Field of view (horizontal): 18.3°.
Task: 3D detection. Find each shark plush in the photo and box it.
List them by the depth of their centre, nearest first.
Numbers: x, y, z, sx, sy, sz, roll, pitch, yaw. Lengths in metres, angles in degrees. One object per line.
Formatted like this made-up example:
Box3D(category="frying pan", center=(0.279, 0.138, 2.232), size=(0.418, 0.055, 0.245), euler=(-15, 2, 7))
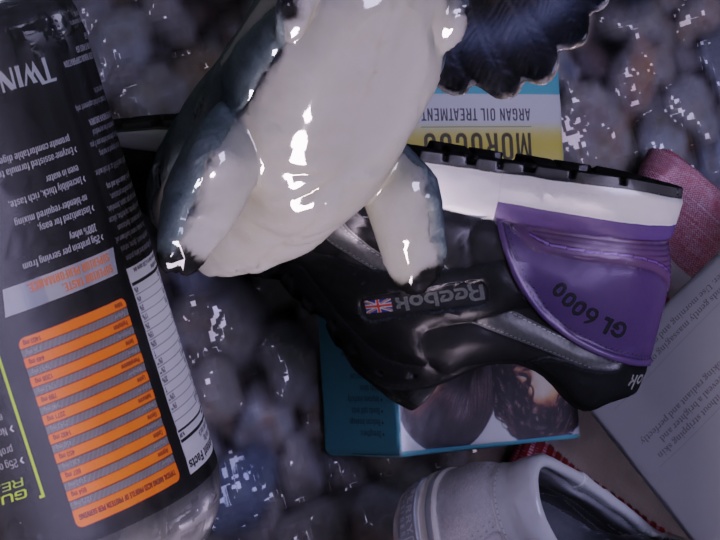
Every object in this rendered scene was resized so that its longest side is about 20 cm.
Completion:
Box3D(category="shark plush", center=(-0.019, -0.080, 0.622), size=(0.090, 0.083, 0.201), euler=(-6, 126, -24))

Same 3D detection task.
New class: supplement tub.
Box3D(category="supplement tub", center=(-0.114, 0.026, 0.660), size=(0.122, 0.122, 0.201), euler=(-21, 99, -32))

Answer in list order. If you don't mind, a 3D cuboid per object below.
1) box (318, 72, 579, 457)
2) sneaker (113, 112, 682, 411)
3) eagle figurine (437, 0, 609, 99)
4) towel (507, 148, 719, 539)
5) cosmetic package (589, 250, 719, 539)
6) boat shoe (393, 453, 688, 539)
Box3D(category="box", center=(0.028, -0.037, 0.800), size=(0.082, 0.049, 0.201), euler=(-3, 89, -33))
Box3D(category="sneaker", center=(0.000, 0.000, 0.726), size=(0.199, 0.076, 0.088), euler=(9, 96, 6))
Box3D(category="eagle figurine", center=(0.045, -0.160, 0.741), size=(0.151, 0.151, 0.201), euler=(-13, 98, 5))
Box3D(category="towel", center=(0.127, 0.073, 0.878), size=(0.144, 0.023, 0.201), euler=(35, 70, -26))
Box3D(category="cosmetic package", center=(0.181, 0.082, 0.767), size=(0.113, 0.200, 0.081), euler=(-44, 152, 15))
Box3D(category="boat shoe", center=(0.096, 0.119, 0.786), size=(0.200, 0.068, 0.072), euler=(42, 41, -33))
